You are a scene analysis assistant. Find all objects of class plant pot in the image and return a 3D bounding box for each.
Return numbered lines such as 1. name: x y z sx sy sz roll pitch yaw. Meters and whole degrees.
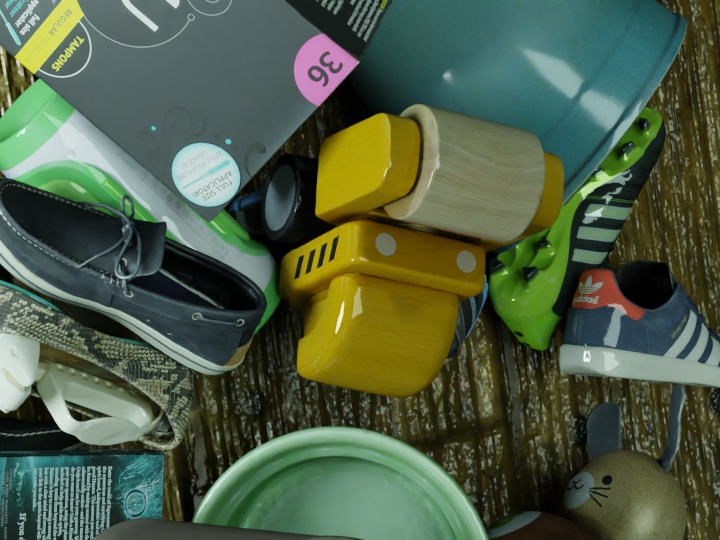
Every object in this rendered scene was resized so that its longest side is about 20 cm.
1. plant pot: 0.080 -0.147 1.637 0.188 0.200 0.200 38 72 -8

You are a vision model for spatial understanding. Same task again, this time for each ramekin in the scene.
1. ramekin: -0.012 0.197 1.589 0.199 0.098 0.201 0 91 4

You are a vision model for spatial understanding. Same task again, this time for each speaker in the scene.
1. speaker: -0.140 -0.036 1.568 0.200 0.088 0.089 45 70 -21

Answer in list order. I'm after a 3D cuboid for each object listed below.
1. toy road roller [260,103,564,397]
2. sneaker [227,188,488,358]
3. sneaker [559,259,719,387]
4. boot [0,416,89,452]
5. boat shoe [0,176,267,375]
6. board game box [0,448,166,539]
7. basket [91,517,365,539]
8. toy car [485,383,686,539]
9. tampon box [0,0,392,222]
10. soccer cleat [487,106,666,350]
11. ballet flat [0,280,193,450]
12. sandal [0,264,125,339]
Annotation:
1. toy road roller: 0.027 -0.006 1.524 0.123 0.200 0.146 11 71 -28
2. sneaker: 0.000 0.000 1.650 0.199 0.071 0.083 28 66 -28
3. sneaker: 0.218 0.038 1.746 0.200 0.075 0.085 9 85 -50
4. boot: -0.263 0.056 1.510 0.203 0.073 0.154 -3 88 -30
5. boat shoe: -0.143 -0.007 1.493 0.200 0.062 0.075 30 36 -19
6. board game box: -0.184 0.209 1.498 0.135 0.028 0.201 2 91 -35
7. basket: -0.079 0.209 1.431 0.180 0.200 0.136 0 92 -33
8. toy car: 0.162 0.168 1.697 0.158 0.164 0.200 33 65 -25
9. tampon box: -0.108 -0.162 1.504 0.200 0.150 0.126 40 28 -8
10. soccer cleat: 0.155 -0.033 1.747 0.200 0.067 0.081 -53 140 -25
11. ballet flat: -0.182 0.061 1.485 0.200 0.068 0.075 24 45 -33
12. sandal: -0.200 0.004 1.531 0.200 0.055 0.082 48 33 -24
